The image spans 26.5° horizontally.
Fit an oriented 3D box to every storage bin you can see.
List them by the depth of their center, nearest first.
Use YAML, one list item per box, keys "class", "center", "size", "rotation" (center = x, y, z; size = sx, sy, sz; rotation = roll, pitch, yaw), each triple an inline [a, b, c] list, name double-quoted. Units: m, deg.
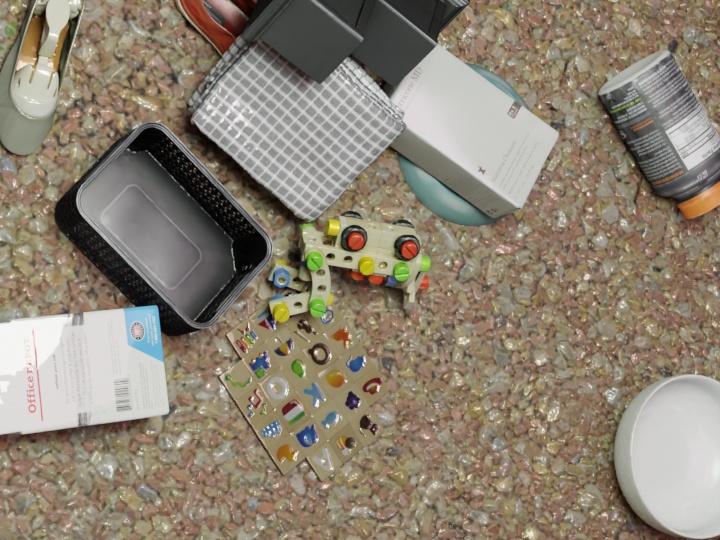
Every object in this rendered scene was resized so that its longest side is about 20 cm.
- class: "storage bin"
  center: [-0.209, -0.042, 1.629]
  size: [0.200, 0.094, 0.135]
  rotation: [46, 67, -13]

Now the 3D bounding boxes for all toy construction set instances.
- class: "toy construction set"
  center: [0.000, 0.000, 1.711]
  size: [0.198, 0.092, 0.132]
  rotation: [1, 122, -28]

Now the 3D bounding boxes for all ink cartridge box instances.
- class: "ink cartridge box"
  center: [-0.306, 0.104, 1.576]
  size: [0.198, 0.068, 0.117]
  rotation: [-5, 86, -27]

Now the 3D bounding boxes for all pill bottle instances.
- class: "pill bottle"
  center: [0.392, -0.167, 1.933]
  size: [0.106, 0.106, 0.201]
  rotation: [-36, 99, -25]

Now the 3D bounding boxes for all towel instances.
- class: "towel"
  center: [-0.072, -0.170, 1.669]
  size: [0.200, 0.086, 0.166]
  rotation: [39, 111, -17]

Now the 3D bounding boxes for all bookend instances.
- class: "bookend"
  center: [0.000, -0.266, 1.605]
  size: [0.198, 0.092, 0.201]
  rotation: [37, 40, -16]

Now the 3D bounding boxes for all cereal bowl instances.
- class: "cereal bowl"
  center: [0.392, 0.230, 1.892]
  size: [0.198, 0.083, 0.202]
  rotation: [4, 81, -25]

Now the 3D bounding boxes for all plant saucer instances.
- class: "plant saucer"
  center: [0.135, -0.156, 1.850]
  size: [0.198, 0.027, 0.202]
  rotation: [4, 81, -25]

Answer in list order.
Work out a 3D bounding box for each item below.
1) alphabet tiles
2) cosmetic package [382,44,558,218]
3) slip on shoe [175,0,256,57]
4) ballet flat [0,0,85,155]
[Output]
- class: "alphabet tiles"
  center: [-0.061, 0.127, 1.727]
  size: [0.166, 0.006, 0.201]
  rotation: [-37, 100, -26]
- class: "cosmetic package"
  center: [0.116, -0.164, 1.779]
  size: [0.199, 0.081, 0.113]
  rotation: [33, 73, -15]
- class: "slip on shoe"
  center: [-0.121, -0.259, 1.720]
  size: [0.200, 0.061, 0.074]
  rotation: [42, 66, -17]
- class: "ballet flat"
  center: [-0.337, -0.222, 1.607]
  size: [0.067, 0.064, 0.202]
  rotation: [17, 76, -23]
